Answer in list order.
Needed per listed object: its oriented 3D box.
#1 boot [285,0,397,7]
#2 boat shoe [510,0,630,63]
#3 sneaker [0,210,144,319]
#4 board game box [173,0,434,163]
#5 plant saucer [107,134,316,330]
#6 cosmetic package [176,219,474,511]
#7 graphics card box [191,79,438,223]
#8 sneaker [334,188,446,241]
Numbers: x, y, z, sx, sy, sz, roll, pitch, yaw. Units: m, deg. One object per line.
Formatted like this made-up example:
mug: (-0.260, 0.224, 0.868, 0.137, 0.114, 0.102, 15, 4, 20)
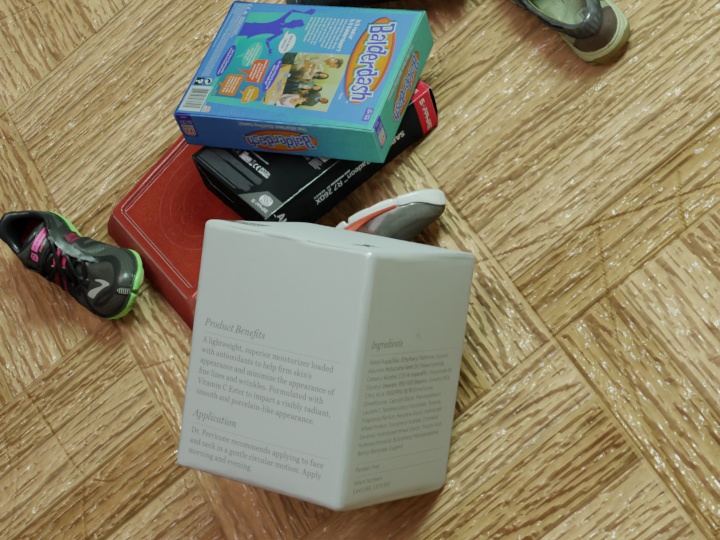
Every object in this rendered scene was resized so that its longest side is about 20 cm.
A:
boot: (0.022, -0.333, 1.500, 0.199, 0.065, 0.166, -10, 73, 40)
boat shoe: (0.167, -0.265, 1.401, 0.072, 0.066, 0.201, -43, 52, 8)
sneaker: (-0.288, -0.007, 1.517, 0.199, 0.084, 0.077, 22, 95, 39)
board game box: (-0.050, -0.175, 1.411, 0.199, 0.045, 0.153, 7, 54, 24)
plant saucer: (-0.143, -0.065, 1.500, 0.200, 0.037, 0.200, -47, 52, 1)
cosmetic package: (-0.026, 0.070, 1.245, 0.164, 0.165, 0.201, 11, 96, 33)
graphics card box: (-0.041, -0.121, 1.428, 0.200, 0.051, 0.125, -39, 52, -16)
sneaker: (0.000, 0.000, 1.378, 0.200, 0.077, 0.082, -32, 81, 14)
